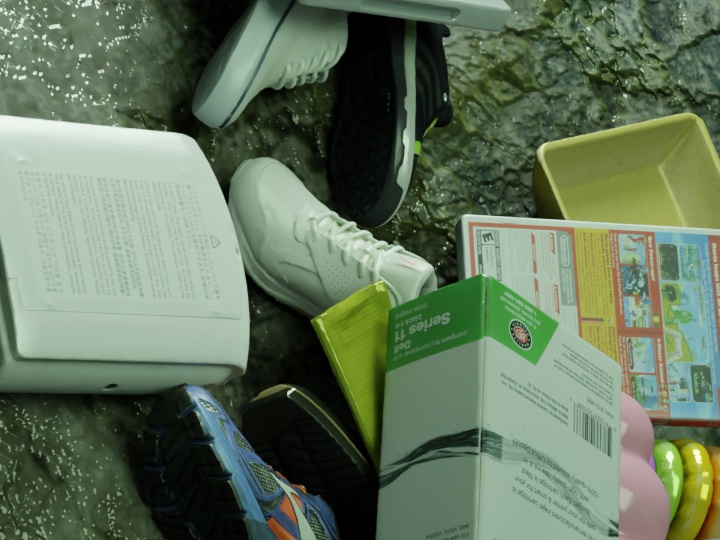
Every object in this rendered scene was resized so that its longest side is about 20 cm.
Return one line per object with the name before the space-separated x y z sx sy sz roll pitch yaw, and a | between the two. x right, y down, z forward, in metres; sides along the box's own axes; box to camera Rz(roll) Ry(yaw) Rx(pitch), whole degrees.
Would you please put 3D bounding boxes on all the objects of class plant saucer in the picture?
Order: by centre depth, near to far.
plant saucer | 0.211 -0.005 1.948 0.200 0.048 0.200 -14 78 -46

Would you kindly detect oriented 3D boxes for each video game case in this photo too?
video game case | -0.019 -0.230 1.793 0.182 0.023 0.200 3 36 -43
video game case | 0.165 0.035 1.837 0.200 0.017 0.143 3 69 -15

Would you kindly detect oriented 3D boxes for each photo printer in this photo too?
photo printer | -0.154 -0.007 1.583 0.200 0.069 0.167 2 67 -44

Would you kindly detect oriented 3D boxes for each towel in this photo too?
towel | 0.032 0.108 1.637 0.086 0.018 0.200 -33 101 -61

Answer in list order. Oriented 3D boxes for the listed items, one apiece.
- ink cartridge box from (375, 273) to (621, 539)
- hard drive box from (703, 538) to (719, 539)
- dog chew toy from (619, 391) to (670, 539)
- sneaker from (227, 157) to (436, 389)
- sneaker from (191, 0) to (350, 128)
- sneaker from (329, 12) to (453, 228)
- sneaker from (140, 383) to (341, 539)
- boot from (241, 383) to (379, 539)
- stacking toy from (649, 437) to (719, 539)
ink cartridge box | 0.085 0.127 1.613 0.147 0.083 0.200 35 48 -40
hard drive box | 0.270 0.297 1.773 0.200 0.077 0.156 59 35 -36
dog chew toy | 0.145 0.167 1.723 0.124 0.124 0.200 21 67 -35
sneaker | 0.000 0.000 1.705 0.200 0.099 0.078 50 43 -11
sneaker | -0.045 -0.152 1.758 0.071 0.073 0.200 37 45 -8
sneaker | 0.035 -0.111 1.818 0.083 0.072 0.200 27 52 -33
sneaker | -0.061 0.149 1.595 0.200 0.075 0.078 60 40 -15
boot | 0.011 0.118 1.683 0.200 0.077 0.138 56 37 -25
stacking toy | 0.197 0.151 1.827 0.200 0.116 0.110 19 53 -23
